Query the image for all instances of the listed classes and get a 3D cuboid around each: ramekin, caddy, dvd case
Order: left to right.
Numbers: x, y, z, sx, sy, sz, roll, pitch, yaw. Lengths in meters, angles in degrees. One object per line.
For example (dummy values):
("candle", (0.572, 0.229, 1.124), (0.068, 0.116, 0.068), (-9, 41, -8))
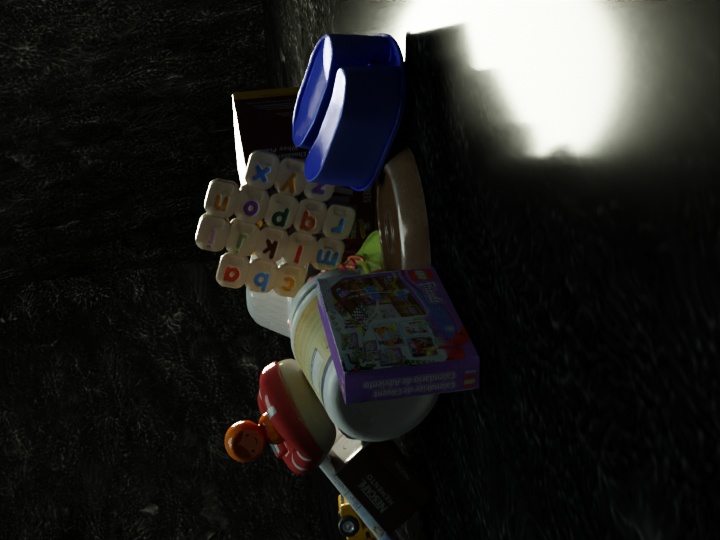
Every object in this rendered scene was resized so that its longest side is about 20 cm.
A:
("ramekin", (-0.098, 0.002, 1.607), (0.202, 0.093, 0.206), (13, -90, -79))
("caddy", (-0.006, -0.191, 1.315), (0.201, 0.103, 0.143), (115, 147, -41))
("dvd case", (-0.005, 0.316, 1.522), (0.200, 0.018, 0.143), (48, 177, 20))

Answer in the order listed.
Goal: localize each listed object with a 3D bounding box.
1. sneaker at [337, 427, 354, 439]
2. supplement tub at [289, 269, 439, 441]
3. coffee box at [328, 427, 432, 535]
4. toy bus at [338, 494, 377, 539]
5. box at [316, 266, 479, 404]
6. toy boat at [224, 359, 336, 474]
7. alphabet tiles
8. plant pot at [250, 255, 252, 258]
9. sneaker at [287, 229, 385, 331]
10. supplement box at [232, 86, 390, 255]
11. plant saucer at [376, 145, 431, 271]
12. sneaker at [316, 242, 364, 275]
("sneaker", (-0.036, 0.163, 1.432), (0.200, 0.103, 0.077), (-61, -18, -79))
("supplement tub", (-0.002, 0.094, 1.294), (0.200, 0.142, 0.147), (-131, 33, -59))
("coffee box", (0.017, 0.263, 1.477), (0.113, 0.080, 0.200), (51, 177, -8))
("toy bus", (0.022, 0.428, 1.622), (0.065, 0.077, 0.203), (-102, -3, -84))
("box", (0.034, 0.062, 1.129), (0.201, 0.134, 0.040), (-110, 16, -62))
("toy boat", (-0.112, 0.200, 1.389), (0.132, 0.129, 0.200), (60, 161, 16))
("alphabet tiles", (-0.110, -0.058, 1.419), (0.015, 0.197, 0.198), (-113, 37, -58))
("plant pot", (-0.119, -0.075, 1.803), (0.201, 0.133, 0.201), (-55, -13, -19))
("sneaker", (-0.023, 0.022, 1.428), (0.078, 0.090, 0.202), (2, 57, 59))
("supplement box", (-0.070, -0.145, 1.510), (0.201, 0.194, 0.134), (-106, 13, -48))
("plant saucer", (0.049, -0.048, 1.316), (0.200, 0.034, 0.204), (173, 90, -83))
("sneaker", (-0.036, 0.013, 1.529), (0.202, 0.080, 0.075), (-66, 10, -23))
